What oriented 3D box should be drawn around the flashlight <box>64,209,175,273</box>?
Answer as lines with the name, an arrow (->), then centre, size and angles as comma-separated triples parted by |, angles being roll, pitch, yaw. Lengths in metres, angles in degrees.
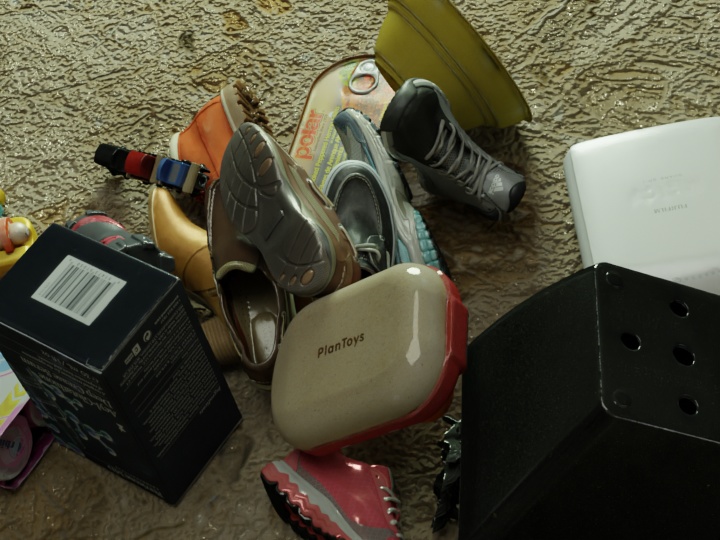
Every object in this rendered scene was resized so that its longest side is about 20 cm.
flashlight -> -0.232, -0.014, 1.423 | 0.068, 0.068, 0.200 | -55, 20, -4

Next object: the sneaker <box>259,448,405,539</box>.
sneaker -> 0.005, 0.197, 1.237 | 0.087, 0.074, 0.200 | -38, 51, -20

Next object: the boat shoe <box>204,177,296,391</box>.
boat shoe -> -0.096, 0.001, 1.342 | 0.074, 0.075, 0.204 | -22, 70, 8

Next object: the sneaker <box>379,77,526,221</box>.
sneaker -> 0.096, -0.103, 1.393 | 0.115, 0.200, 0.075 | 30, 86, 24

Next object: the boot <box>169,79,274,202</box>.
boot -> -0.130, -0.083, 1.524 | 0.107, 0.075, 0.201 | -30, 53, 15

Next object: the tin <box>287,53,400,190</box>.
tin -> -0.009, -0.137, 1.549 | 0.111, 0.042, 0.201 | 6, 53, 15

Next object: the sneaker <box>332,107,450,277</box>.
sneaker -> 0.007, -0.061, 1.428 | 0.086, 0.078, 0.201 | -26, 67, 3

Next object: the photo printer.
photo printer -> 0.274, -0.039, 1.366 | 0.165, 0.070, 0.201 | -10, 49, 7

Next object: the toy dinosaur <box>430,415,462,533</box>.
toy dinosaur -> 0.128, 0.171, 1.234 | 0.134, 0.103, 0.201 | 4, 32, -1

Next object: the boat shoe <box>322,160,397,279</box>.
boat shoe -> 0.000, 0.000, 1.347 | 0.071, 0.071, 0.202 | -3, 84, -2

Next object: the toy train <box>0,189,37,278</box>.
toy train -> -0.399, -0.020, 1.541 | 0.149, 0.056, 0.200 | -32, 50, -13

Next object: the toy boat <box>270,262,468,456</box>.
toy boat -> 0.023, 0.085, 1.242 | 0.199, 0.130, 0.132 | -23, 51, 39

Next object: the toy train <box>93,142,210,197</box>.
toy train -> -0.211, -0.103, 1.524 | 0.199, 0.046, 0.034 | 16, 85, 52

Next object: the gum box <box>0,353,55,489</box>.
gum box -> -0.318, 0.097, 1.411 | 0.113, 0.066, 0.201 | 16, 56, 28

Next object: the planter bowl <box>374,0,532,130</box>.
planter bowl -> 0.072, -0.194, 1.485 | 0.083, 0.200, 0.201 | -41, 51, 1

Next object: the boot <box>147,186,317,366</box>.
boot -> -0.111, -0.012, 1.429 | 0.143, 0.071, 0.203 | -23, 66, 8

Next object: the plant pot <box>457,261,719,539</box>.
plant pot -> 0.196, 0.110, 1.138 | 0.198, 0.178, 0.201 | 15, 49, -12

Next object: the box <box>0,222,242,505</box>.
box -> -0.209, 0.081, 1.307 | 0.147, 0.201, 0.107 | 21, 59, 30

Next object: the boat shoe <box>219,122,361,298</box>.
boat shoe -> -0.061, -0.047, 1.322 | 0.076, 0.071, 0.201 | -47, 50, 24
